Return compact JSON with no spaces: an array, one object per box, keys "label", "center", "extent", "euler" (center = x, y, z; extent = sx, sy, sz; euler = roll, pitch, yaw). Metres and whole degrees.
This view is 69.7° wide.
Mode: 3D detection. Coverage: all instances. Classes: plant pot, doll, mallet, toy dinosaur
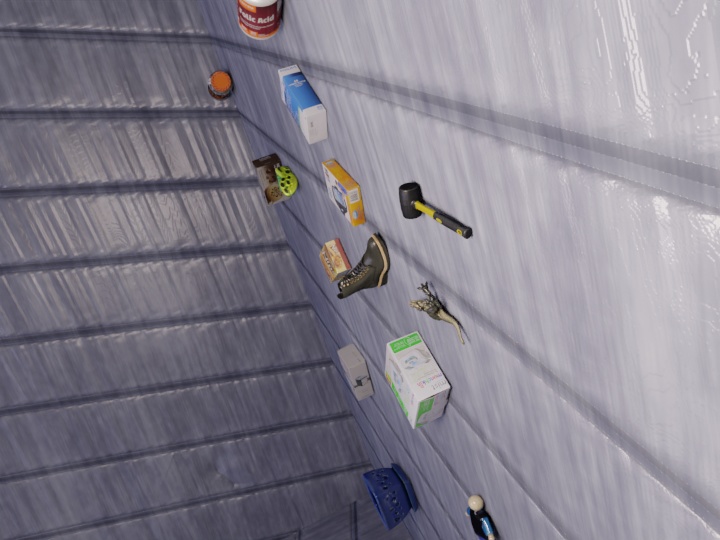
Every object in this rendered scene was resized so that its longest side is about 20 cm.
[{"label":"plant pot","center":[0.143,1.021,2.368],"extent":[0.200,0.180,0.200],"euler":[-153,43,-70]},{"label":"doll","center":[0.328,0.694,1.399],"extent":[0.136,0.048,0.200],"euler":[27,138,68]},{"label":"mallet","center":[0.131,-0.093,0.927],"extent":[0.200,0.041,0.066],"euler":[47,155,46]},{"label":"toy dinosaur","center":[0.155,0.079,1.089],"extent":[0.088,0.047,0.200],"euler":[58,172,-27]}]

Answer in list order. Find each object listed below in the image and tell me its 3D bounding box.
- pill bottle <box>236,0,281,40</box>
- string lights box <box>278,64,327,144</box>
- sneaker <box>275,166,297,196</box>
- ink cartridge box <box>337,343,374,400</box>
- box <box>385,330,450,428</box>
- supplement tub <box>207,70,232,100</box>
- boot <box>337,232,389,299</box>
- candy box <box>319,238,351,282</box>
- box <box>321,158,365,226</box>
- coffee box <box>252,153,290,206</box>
[{"label":"pill bottle","center":[-0.253,-0.683,1.289],"extent":[0.114,0.114,0.200],"euler":[66,167,5]},{"label":"string lights box","center":[-0.158,-0.454,1.410],"extent":[0.200,0.059,0.103],"euler":[61,165,26]},{"label":"sneaker","center":[-0.294,-0.351,2.089],"extent":[0.200,0.074,0.084],"euler":[-114,12,-49]},{"label":"ink cartridge box","center":[-0.021,0.448,2.286],"extent":[0.146,0.086,0.200],"euler":[48,158,55]},{"label":"box","center":[0.146,0.290,1.357],"extent":[0.200,0.097,0.177],"euler":[89,157,-55]},{"label":"supplement tub","center":[-0.724,-0.955,2.667],"extent":[0.200,0.122,0.123],"euler":[-158,47,-72]},{"label":"boot","center":[0.000,0.000,1.359],"extent":[0.077,0.138,0.200],"euler":[57,163,36]},{"label":"candy box","center":[-0.093,-0.033,1.848],"extent":[0.116,0.055,0.200],"euler":[66,167,6]},{"label":"box","center":[-0.052,-0.220,1.419],"extent":[0.200,0.041,0.119],"euler":[50,158,46]},{"label":"coffee box","center":[-0.395,-0.404,2.301],"extent":[0.080,0.113,0.200],"euler":[52,159,47]}]
